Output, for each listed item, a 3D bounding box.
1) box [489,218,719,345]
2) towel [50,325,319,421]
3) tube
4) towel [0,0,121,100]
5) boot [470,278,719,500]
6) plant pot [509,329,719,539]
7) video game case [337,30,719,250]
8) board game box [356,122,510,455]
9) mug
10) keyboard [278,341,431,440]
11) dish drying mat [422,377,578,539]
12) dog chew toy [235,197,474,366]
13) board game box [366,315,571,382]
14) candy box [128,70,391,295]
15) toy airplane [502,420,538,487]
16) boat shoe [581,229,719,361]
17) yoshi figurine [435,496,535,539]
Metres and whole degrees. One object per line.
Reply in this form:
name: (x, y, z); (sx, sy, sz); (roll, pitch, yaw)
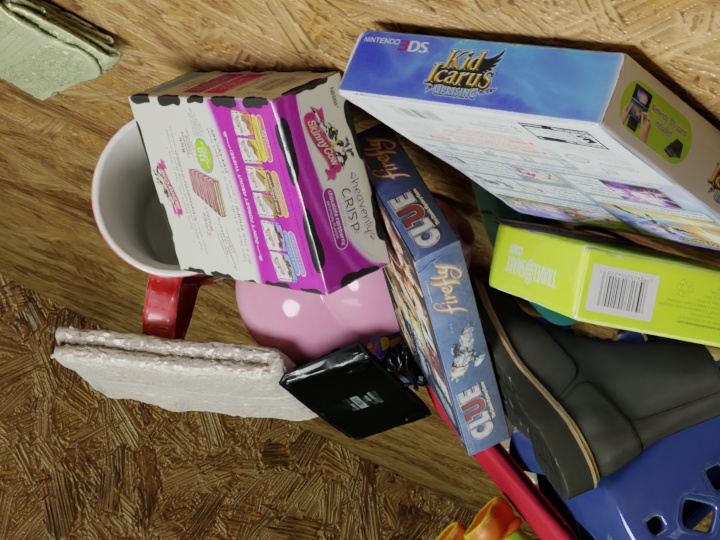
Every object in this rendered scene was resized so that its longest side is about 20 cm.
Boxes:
box: (0.160, 0.006, 1.231); (0.121, 0.048, 0.200); (11, -176, -13)
towel: (-0.136, 0.084, 1.550); (0.198, 0.035, 0.133); (5, 163, 16)
tube: (0.122, -0.011, 1.414); (0.050, 0.078, 0.200); (-27, 154, 13)
towel: (-0.267, -0.178, 1.467); (0.148, 0.037, 0.200); (27, 170, -20)
boot: (0.161, 0.060, 1.338); (0.078, 0.137, 0.201); (73, 172, -45)
plant pot: (0.241, 0.150, 1.536); (0.180, 0.200, 0.200); (53, 166, -8)
video game case: (0.116, -0.073, 1.112); (0.199, 0.046, 0.181); (13, 167, 46)
board game box: (0.047, 0.014, 1.351); (0.136, 0.034, 0.201); (-119, 9, -45)
mug: (-0.155, -0.034, 1.613); (0.133, 0.178, 0.200); (36, 176, 3)
keyboard: (0.008, 0.084, 1.553); (0.103, 0.040, 0.200); (-18, 160, 10)
dish drying mat: (0.118, 0.164, 1.575); (0.200, 0.018, 0.077); (49, 169, 35)
dog chew toy: (0.000, 0.000, 1.518); (0.199, 0.126, 0.124); (-21, 145, 32)
board game box: (0.080, 0.069, 1.688); (0.133, 0.045, 0.199); (-11, 170, 31)
candy box: (-0.071, -0.064, 1.342); (0.199, 0.061, 0.138); (9, 119, 55)
toy airplane: (0.215, 0.147, 1.789); (0.198, 0.143, 0.199); (-1, -174, 22)
boat shoe: (0.227, 0.040, 1.407); (0.199, 0.070, 0.074); (24, 170, -7)
yoshi figurine: (0.138, 0.289, 1.573); (0.200, 0.112, 0.112); (48, 173, -6)
